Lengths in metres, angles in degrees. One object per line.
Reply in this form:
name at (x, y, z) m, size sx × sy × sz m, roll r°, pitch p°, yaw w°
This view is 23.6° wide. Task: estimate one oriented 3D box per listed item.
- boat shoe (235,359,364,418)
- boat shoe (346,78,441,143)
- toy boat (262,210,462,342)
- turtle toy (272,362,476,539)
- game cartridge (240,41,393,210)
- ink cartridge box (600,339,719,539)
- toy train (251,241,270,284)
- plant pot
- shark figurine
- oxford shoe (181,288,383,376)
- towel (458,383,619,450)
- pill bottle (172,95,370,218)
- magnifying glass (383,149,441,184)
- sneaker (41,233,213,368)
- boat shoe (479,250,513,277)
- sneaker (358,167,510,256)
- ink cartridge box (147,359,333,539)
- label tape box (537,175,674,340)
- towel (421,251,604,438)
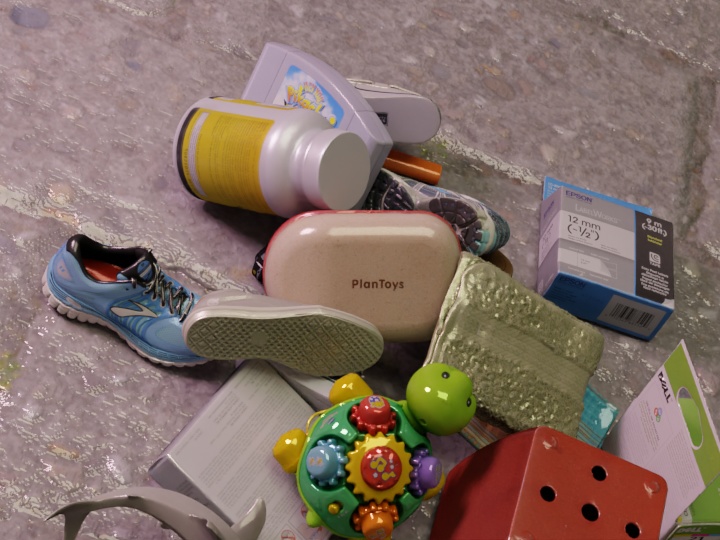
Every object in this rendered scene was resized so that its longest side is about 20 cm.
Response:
boat shoe at (-0.026, 0.114, 1.687) m, size 0.199 × 0.072 × 0.071 m, roll 33°, pitch 51°, yaw 8°
boat shoe at (-0.009, -0.183, 1.922) m, size 0.198 × 0.073 × 0.066 m, roll 1°, pitch 15°, yaw -2°
toy boat at (0.000, 0.000, 1.725) m, size 0.198 × 0.132 × 0.131 m, roll 1°, pitch 10°, yaw -7°
turtle toy at (0.023, 0.164, 1.584) m, size 0.200 × 0.101 × 0.146 m, roll -44°, pitch 97°, yaw -14°
game cartridge at (-0.055, -0.150, 1.827) m, size 0.200 × 0.134 × 0.040 m, roll 43°, pitch 24°, yaw 31°
ink cartridge box at (0.322, 0.186, 1.694) m, size 0.075 × 0.201 × 0.149 m, roll 3°, pitch 51°, yaw -21°
toy train at (-0.051, -0.045, 1.838) m, size 0.046 × 0.034 × 0.200 m, roll 31°, pitch 46°, yaw 18°
plant pot at (0.176, 0.258, 1.575) m, size 0.198 × 0.177 × 0.201 m, roll 23°, pitch 52°, yaw -4°
shark figurine at (-0.159, 0.226, 1.502) m, size 0.213 × 0.089 × 0.129 m, roll 30°, pitch 75°, yaw -5°
oxford shoe at (-0.073, 0.055, 1.640) m, size 0.198 × 0.076 × 0.058 m, roll 7°, pitch 28°, yaw -15°
towel at (0.164, 0.136, 1.727) m, size 0.200 × 0.022 × 0.147 m, roll 42°, pitch 59°, yaw -14°
pill bottle at (-0.090, -0.114, 1.762) m, size 0.199 × 0.113 × 0.112 m, roll 13°, pitch 34°, yaw 40°
magnifying glass at (-0.004, -0.137, 1.944) m, size 0.198 × 0.022 × 0.080 m, roll 16°, pitch 48°, yaw -9°
sneaker at (-0.210, 0.026, 1.668) m, size 0.198 × 0.090 × 0.079 m, roll 21°, pitch 47°, yaw -7°
boat shoe at (0.098, -0.015, 1.855) m, size 0.072 × 0.073 × 0.200 m, roll -17°, pitch 39°, yaw -24°
sneaker at (0.069, -0.054, 1.800) m, size 0.199 × 0.078 × 0.086 m, roll 24°, pitch 14°, yaw 37°
ink cartridge box at (-0.081, 0.201, 1.625) m, size 0.200 × 0.047 × 0.160 m, roll 47°, pitch 47°, yaw -5°
label tape box at (0.279, -0.033, 1.950) m, size 0.142 × 0.066 × 0.201 m, roll 17°, pitch 49°, yaw -10°
towel at (0.152, 0.086, 1.686) m, size 0.199 × 0.036 × 0.150 m, roll 30°, pitch 68°, yaw -28°
